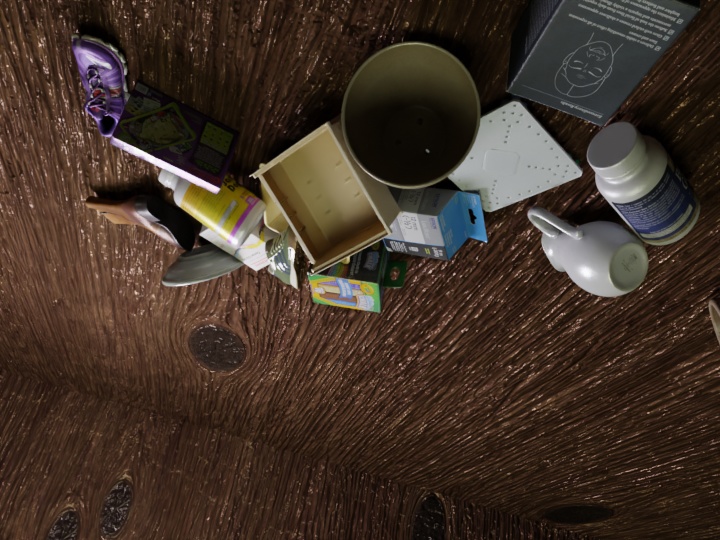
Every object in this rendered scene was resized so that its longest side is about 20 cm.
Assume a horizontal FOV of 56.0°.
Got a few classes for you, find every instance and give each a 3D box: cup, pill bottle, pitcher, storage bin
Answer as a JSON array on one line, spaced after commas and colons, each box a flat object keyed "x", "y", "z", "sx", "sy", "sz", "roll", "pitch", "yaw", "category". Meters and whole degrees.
[{"x": 0.079, "y": -0.213, "z": 1.006, "sx": 0.194, "sy": 0.207, "sz": 0.143, "roll": 7, "pitch": 178, "yaw": 9, "category": "cup"}, {"x": -0.285, "y": -0.142, "z": 1.297, "sx": 0.198, "sy": 0.105, "sz": 0.104, "roll": 36, "pitch": 147, "yaw": -5, "category": "pill bottle"}, {"x": 0.385, "y": -0.042, "z": 1.171, "sx": 0.170, "sy": 0.123, "sz": 0.200, "roll": 36, "pitch": -179, "yaw": -22, "category": "pitcher"}, {"x": 0.433, "y": -0.136, "z": 1.043, "sx": 0.109, "sy": 0.114, "sz": 0.198, "roll": -18, "pitch": 139, "yaw": 42, "category": "pill bottle"}, {"x": -0.060, "y": -0.126, "z": 1.150, "sx": 0.195, "sy": 0.094, "sz": 0.203, "roll": -26, "pitch": 104, "yaw": 30, "category": "storage bin"}]

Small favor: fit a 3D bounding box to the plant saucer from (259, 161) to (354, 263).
[{"x": -0.095, "y": -0.121, "z": 1.303, "sx": 0.195, "sy": 0.049, "sz": 0.202, "roll": 24, "pitch": 149, "yaw": 10, "category": "plant saucer"}]

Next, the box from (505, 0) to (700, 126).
[{"x": 0.287, "y": -0.301, "z": 0.829, "sx": 0.144, "sy": 0.110, "sz": 0.201, "roll": 16, "pitch": 149, "yaw": -8, "category": "box"}]

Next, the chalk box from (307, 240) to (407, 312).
[{"x": 0.000, "y": 0.000, "z": 1.425, "sx": 0.193, "sy": 0.128, "sz": 0.125, "roll": 10, "pitch": 150, "yaw": 8, "category": "chalk box"}]

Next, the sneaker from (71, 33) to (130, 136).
[{"x": -0.431, "y": -0.303, "z": 1.131, "sx": 0.078, "sy": 0.085, "sz": 0.202, "roll": 9, "pitch": 149, "yaw": 5, "category": "sneaker"}]

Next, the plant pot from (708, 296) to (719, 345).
[{"x": 0.787, "y": 0.123, "z": 1.286, "sx": 0.171, "sy": 0.205, "sz": 0.201, "roll": -22, "pitch": 139, "yaw": 20, "category": "plant pot"}]

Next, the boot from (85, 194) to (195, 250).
[{"x": -0.487, "y": -0.103, "z": 1.508, "sx": 0.195, "sy": 0.071, "sz": 0.188, "roll": 2, "pitch": 160, "yaw": 30, "category": "boot"}]

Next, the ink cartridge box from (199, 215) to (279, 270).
[{"x": -0.230, "y": -0.070, "z": 1.455, "sx": 0.198, "sy": 0.069, "sz": 0.115, "roll": 34, "pitch": 144, "yaw": -32, "category": "ink cartridge box"}]

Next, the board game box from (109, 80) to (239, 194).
[{"x": -0.317, "y": -0.229, "z": 1.173, "sx": 0.196, "sy": 0.123, "sz": 0.032, "roll": 26, "pitch": 148, "yaw": -20, "category": "board game box"}]

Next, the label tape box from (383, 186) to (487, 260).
[{"x": 0.130, "y": -0.087, "z": 1.264, "sx": 0.195, "sy": 0.067, "sz": 0.144, "roll": 12, "pitch": 152, "yaw": 24, "category": "label tape box"}]

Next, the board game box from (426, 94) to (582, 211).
[{"x": 0.233, "y": -0.188, "z": 1.120, "sx": 0.198, "sy": 0.027, "sz": 0.197, "roll": 34, "pitch": 143, "yaw": -32, "category": "board game box"}]

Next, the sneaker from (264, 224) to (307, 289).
[{"x": -0.155, "y": -0.039, "z": 1.358, "sx": 0.088, "sy": 0.068, "sz": 0.202, "roll": 23, "pitch": 148, "yaw": 10, "category": "sneaker"}]

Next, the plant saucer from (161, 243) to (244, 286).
[{"x": -0.354, "y": -0.021, "z": 1.519, "sx": 0.195, "sy": 0.200, "sz": 0.052, "roll": -5, "pitch": 107, "yaw": 27, "category": "plant saucer"}]
